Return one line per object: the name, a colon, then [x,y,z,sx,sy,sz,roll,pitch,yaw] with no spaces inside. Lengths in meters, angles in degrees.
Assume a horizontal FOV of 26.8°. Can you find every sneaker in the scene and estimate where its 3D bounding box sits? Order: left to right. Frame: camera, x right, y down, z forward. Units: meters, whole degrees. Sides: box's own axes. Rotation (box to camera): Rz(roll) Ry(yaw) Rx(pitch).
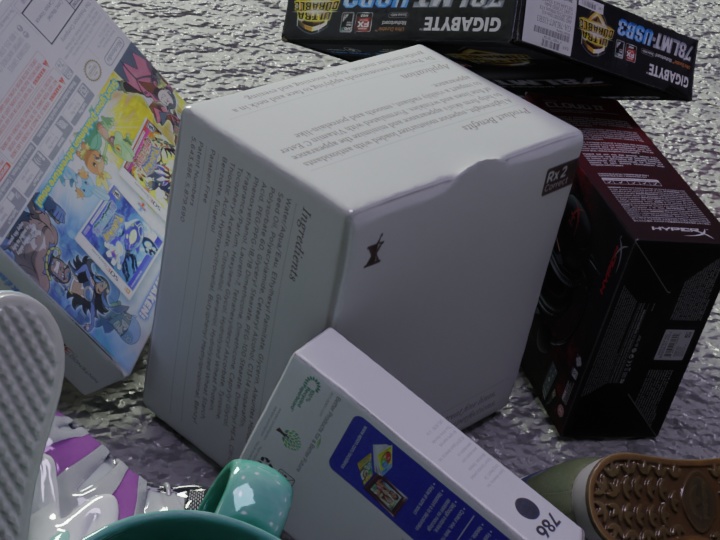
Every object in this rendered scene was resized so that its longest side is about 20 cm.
sneaker: [-0.190,0.106,0.679,0.074,0.201,0.082,27,-13,-30]
sneaker: [-0.115,0.121,0.751,0.139,0.078,0.201,-3,45,-28]
sneaker: [0.155,0.137,0.825,0.199,0.090,0.068,18,66,-40]

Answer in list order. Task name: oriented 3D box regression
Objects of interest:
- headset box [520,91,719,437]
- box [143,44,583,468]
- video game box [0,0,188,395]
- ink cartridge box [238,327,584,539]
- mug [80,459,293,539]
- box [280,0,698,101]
headset box: [0.145,-0.012,0.980,0.074,0.149,0.200,3,34,-21]
box: [0.000,0.000,0.857,0.130,0.201,0.198,33,36,31]
video game box: [-0.170,-0.061,0.871,0.182,0.047,0.201,47,39,-23]
ink cartridge box: [0.033,0.127,0.733,0.200,0.100,0.039,40,37,14]
mug: [-0.070,0.182,0.603,0.185,0.115,0.152,-27,72,-44]
box: [0.086,-0.150,0.992,0.199,0.050,0.198,8,-2,42]
